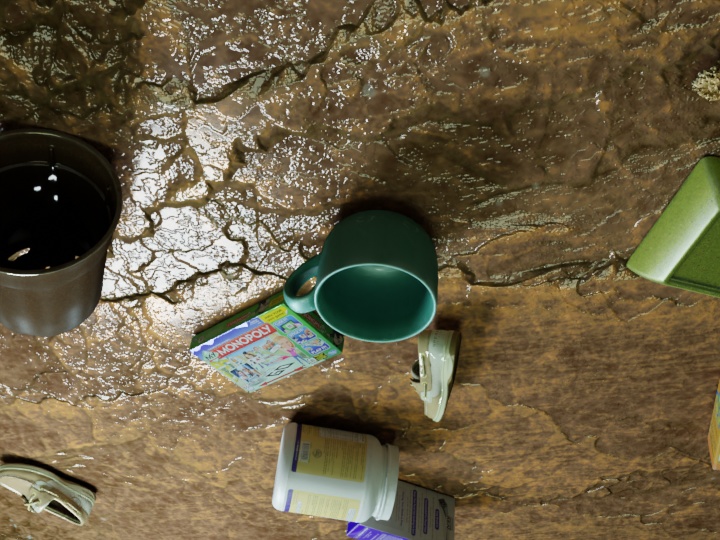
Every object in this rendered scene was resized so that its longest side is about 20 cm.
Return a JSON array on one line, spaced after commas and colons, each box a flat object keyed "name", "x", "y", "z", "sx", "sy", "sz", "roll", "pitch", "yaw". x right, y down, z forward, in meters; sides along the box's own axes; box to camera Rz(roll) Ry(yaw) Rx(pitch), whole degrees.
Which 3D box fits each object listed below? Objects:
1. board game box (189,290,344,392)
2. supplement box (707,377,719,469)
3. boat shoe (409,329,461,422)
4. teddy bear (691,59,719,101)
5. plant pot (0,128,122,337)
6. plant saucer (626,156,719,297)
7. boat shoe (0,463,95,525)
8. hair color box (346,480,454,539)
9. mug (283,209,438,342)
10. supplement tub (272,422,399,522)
[{"name": "board game box", "x": -0.141, "y": 0.111, "z": 1.276, "sx": 0.198, "sy": 0.029, "sz": 0.134, "roll": -26, "pitch": 130, "yaw": 31}, {"name": "supplement box", "x": 0.573, "y": 0.226, "z": 1.292, "sx": 0.068, "sy": 0.067, "sz": 0.202, "roll": -1, "pitch": 137, "yaw": 12}, {"name": "boat shoe", "x": 0.108, "y": 0.152, "z": 1.270, "sx": 0.065, "sy": 0.075, "sz": 0.202, "roll": 14, "pitch": 138, "yaw": 10}, {"name": "teddy bear", "x": 0.438, "y": -0.174, "z": 0.863, "sx": 0.199, "sy": 0.068, "sz": 0.144, "roll": 33, "pitch": 134, "yaw": -26}, {"name": "plant pot", "x": -0.392, "y": -0.031, "z": 1.041, "sx": 0.197, "sy": 0.203, "sz": 0.199, "roll": 13, "pitch": 147, "yaw": -8}, {"name": "plant saucer", "x": 0.459, "y": -0.030, "z": 1.035, "sx": 0.196, "sy": 0.048, "sz": 0.201, "roll": 12, "pitch": 138, "yaw": -7}, {"name": "boat shoe", "x": -0.613, "y": 0.435, "z": 1.651, "sx": 0.198, "sy": 0.067, "sz": 0.074, "roll": 27, "pitch": 134, "yaw": -22}, {"name": "hair color box", "x": 0.077, "y": 0.454, "z": 1.571, "sx": 0.197, "sy": 0.111, "sz": 0.065, "roll": 21, "pitch": 137, "yaw": -15}, {"name": "mug", "x": 0.008, "y": -0.005, "z": 1.066, "sx": 0.182, "sy": 0.116, "sz": 0.153, "roll": 16, "pitch": 138, "yaw": -10}, {"name": "supplement tub", "x": -0.042, "y": 0.342, "z": 1.434, "sx": 0.196, "sy": 0.147, "sz": 0.147, "roll": 10, "pitch": 138, "yaw": -5}]
